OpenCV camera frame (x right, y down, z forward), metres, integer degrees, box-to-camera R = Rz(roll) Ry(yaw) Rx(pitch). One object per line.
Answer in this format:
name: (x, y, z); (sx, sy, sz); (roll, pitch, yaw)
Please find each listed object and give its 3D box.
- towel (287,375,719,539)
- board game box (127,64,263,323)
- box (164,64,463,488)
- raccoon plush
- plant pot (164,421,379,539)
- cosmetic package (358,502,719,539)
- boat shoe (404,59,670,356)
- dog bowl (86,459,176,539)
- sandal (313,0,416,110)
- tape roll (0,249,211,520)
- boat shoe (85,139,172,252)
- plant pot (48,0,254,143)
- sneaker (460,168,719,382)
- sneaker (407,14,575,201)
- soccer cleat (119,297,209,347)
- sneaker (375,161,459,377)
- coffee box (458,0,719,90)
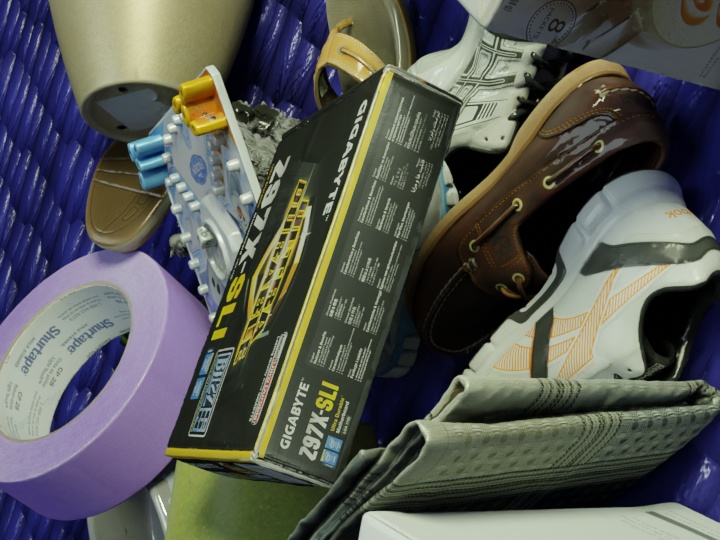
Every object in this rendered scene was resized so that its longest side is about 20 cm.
towel: (0.052, 0.112, 0.628); (0.193, 0.200, 0.035); (-50, 53, 39)
board game box: (-0.095, -0.012, 0.836); (0.200, 0.026, 0.201); (-18, 91, 69)
box: (-0.029, 0.009, 0.663); (0.160, 0.049, 0.201); (-19, 50, 68)
raccoon plush: (-0.085, -0.028, 0.919); (0.200, 0.096, 0.134); (-105, 32, -52)
plant pot: (-0.047, 0.186, 0.789); (0.200, 0.200, 0.185); (-44, 40, 42)
cosmetic package: (0.093, 0.215, 0.553); (0.123, 0.199, 0.200); (19, 100, 54)
boat shoe: (0.092, -0.019, 0.703); (0.200, 0.070, 0.070); (-57, 39, 32)
dog bowl: (-0.153, 0.209, 0.989); (0.200, 0.059, 0.201); (22, 117, 54)
sandal: (-0.003, -0.118, 0.869); (0.080, 0.054, 0.201); (-21, 68, 53)
tape roll: (-0.205, 0.082, 0.964); (0.200, 0.066, 0.201); (-23, 44, 24)
boat shoe: (-0.155, -0.089, 1.019); (0.072, 0.065, 0.200); (7, 57, 17)
plant pot: (-0.159, -0.204, 0.967); (0.187, 0.187, 0.201); (-29, 54, 49)
sneaker: (0.115, 0.048, 0.661); (0.080, 0.074, 0.200); (55, 129, 41)
sneaker: (0.093, -0.111, 0.732); (0.200, 0.075, 0.088); (-45, 64, 48)
soccer cleat: (-0.135, 0.051, 1.031); (0.200, 0.067, 0.081); (34, 103, 45)
sneaker: (0.000, 0.000, 0.776); (0.075, 0.086, 0.200); (50, 143, 39)
coffee box: (0.135, -0.152, 0.552); (0.115, 0.199, 0.080); (-61, 42, 29)
